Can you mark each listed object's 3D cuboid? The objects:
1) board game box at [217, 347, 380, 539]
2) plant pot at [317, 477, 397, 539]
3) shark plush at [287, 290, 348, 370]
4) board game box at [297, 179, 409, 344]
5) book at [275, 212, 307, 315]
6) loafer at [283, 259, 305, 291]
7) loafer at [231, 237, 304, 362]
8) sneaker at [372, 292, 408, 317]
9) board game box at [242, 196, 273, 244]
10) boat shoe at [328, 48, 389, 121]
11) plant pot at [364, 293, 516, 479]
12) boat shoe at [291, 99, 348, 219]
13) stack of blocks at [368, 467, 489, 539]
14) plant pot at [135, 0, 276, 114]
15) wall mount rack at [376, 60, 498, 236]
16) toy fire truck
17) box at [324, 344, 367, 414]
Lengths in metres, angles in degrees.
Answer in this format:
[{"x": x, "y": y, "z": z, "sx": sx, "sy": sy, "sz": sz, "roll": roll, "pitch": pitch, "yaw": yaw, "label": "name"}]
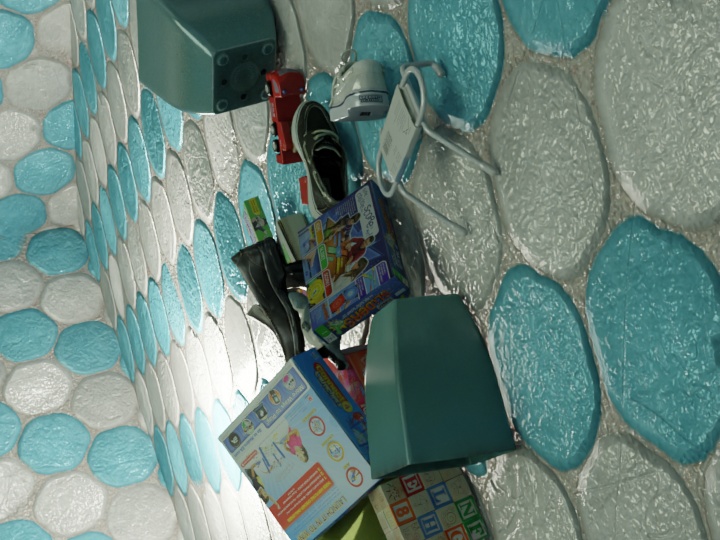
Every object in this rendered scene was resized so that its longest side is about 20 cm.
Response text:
[{"x": -0.073, "y": 0.243, "z": 1.537, "sx": 0.196, "sy": 0.056, "sz": 0.200, "roll": 52, "pitch": 125, "yaw": 12, "label": "board game box"}, {"x": 0.028, "y": 0.347, "z": 1.618, "sx": 0.187, "sy": 0.185, "sz": 0.202, "roll": 47, "pitch": 129, "yaw": 52, "label": "plant pot"}, {"x": -0.045, "y": 0.068, "z": 1.588, "sx": 0.091, "sy": 0.083, "sz": 0.200, "roll": 55, "pitch": -170, "yaw": -17, "label": "shark plush"}, {"x": -0.013, "y": -0.014, "z": 1.497, "sx": 0.034, "sy": 0.135, "sz": 0.201, "roll": 41, "pitch": -156, "yaw": -36, "label": "board game box"}, {"x": -0.087, "y": 0.026, "z": 1.884, "sx": 0.134, "sy": 0.048, "sz": 0.201, "roll": 101, "pitch": 149, "yaw": -56, "label": "book"}, {"x": -0.071, "y": 0.013, "z": 1.744, "sx": 0.199, "sy": 0.072, "sz": 0.073, "roll": -26, "pitch": 83, "yaw": 52, "label": "loafer"}, {"x": -0.133, "y": 0.056, "z": 1.691, "sx": 0.073, "sy": 0.071, "sz": 0.202, "roll": 76, "pitch": 176, "yaw": -79, "label": "loafer"}, {"x": 0.000, "y": 0.000, "z": 1.605, "sx": 0.201, "sy": 0.070, "sz": 0.083, "roll": 59, "pitch": 146, "yaw": 33, "label": "sneaker"}, {"x": -0.155, "y": -0.017, "z": 1.950, "sx": 0.135, "sy": 0.029, "sz": 0.202, "roll": 133, "pitch": 117, "yaw": -79, "label": "board game box"}, {"x": -0.004, "y": -0.240, "z": 1.461, "sx": 0.202, "sy": 0.074, "sz": 0.087, "roll": -175, "pitch": 82, "yaw": -85, "label": "boat shoe"}, {"x": 0.081, "y": 0.139, "z": 1.394, "sx": 0.141, "sy": 0.140, "sz": 0.203, "roll": 137, "pitch": 126, "yaw": -65, "label": "plant pot"}, {"x": -0.049, "y": -0.168, "z": 1.625, "sx": 0.064, "sy": 0.070, "sz": 0.202, "roll": 121, "pitch": 141, "yaw": -56, "label": "boat shoe"}, {"x": 0.105, "y": 0.356, "z": 1.475, "sx": 0.202, "sy": 0.114, "sz": 0.059, "roll": 66, "pitch": 156, "yaw": 15, "label": "stack of blocks"}, {"x": -0.235, "y": -0.362, "z": 1.852, "sx": 0.200, "sy": 0.194, "sz": 0.198, "roll": 47, "pitch": 144, "yaw": 38, "label": "plant pot"}, {"x": 0.082, "y": -0.141, "z": 1.333, "sx": 0.201, "sy": 0.074, "sz": 0.175, "roll": 110, "pitch": 145, "yaw": -54, "label": "wall mount rack"}, {"x": -0.094, "y": -0.210, "z": 1.757, "sx": 0.141, "sy": 0.048, "sz": 0.203, "roll": -157, "pitch": 59, "yaw": -64, "label": "toy fire truck"}, {"x": -0.005, "y": 0.162, "z": 1.669, "sx": 0.200, "sy": 0.099, "sz": 0.097, "roll": 163, "pitch": 95, "yaw": -68, "label": "box"}]
